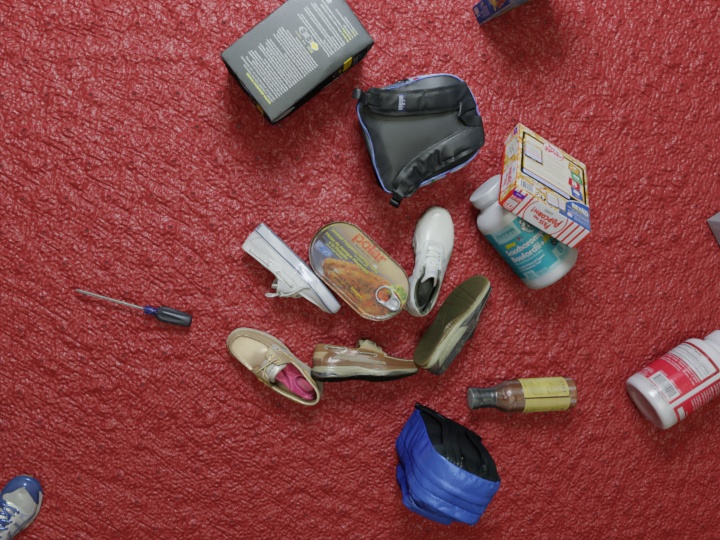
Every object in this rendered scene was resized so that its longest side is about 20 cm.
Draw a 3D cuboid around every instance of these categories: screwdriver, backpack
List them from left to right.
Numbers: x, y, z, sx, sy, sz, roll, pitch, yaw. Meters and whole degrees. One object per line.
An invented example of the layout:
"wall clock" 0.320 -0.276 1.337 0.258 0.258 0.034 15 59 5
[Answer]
"screwdriver" -0.391 0.061 1.115 0.200 0.029 0.028 17 97 -6
"backpack" 0.101 -0.230 1.064 0.190 0.154 0.200 -17 107 4
"backpack" 0.152 0.362 1.141 0.162 0.200 0.168 23 96 -11

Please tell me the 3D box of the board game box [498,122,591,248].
"board game box" 0.312 -0.148 1.087 0.151 0.200 0.046 29 133 -10

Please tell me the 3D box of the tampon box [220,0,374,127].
"tampon box" -0.101 -0.339 1.020 0.200 0.150 0.126 -38 101 0

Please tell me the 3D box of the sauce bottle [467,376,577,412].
"sauce bottle" 0.302 0.234 1.208 0.200 0.066 0.066 0 99 -6

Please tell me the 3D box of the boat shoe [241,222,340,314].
"boat shoe" -0.128 0.017 1.114 0.086 0.075 0.202 -44 99 1

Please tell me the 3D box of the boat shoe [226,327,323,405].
"boat shoe" -0.148 0.171 1.138 0.200 0.069 0.074 33 94 -11

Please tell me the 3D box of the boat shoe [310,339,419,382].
"boat shoe" 0.009 0.159 1.154 0.200 0.076 0.074 3 71 -19

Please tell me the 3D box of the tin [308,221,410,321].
"tin" 0.000 0.000 1.119 0.200 0.042 0.112 44 100 6

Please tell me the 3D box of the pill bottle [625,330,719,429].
"pill bottle" 0.619 0.202 1.218 0.200 0.112 0.112 -33 102 -1

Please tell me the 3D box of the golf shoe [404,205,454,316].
"golf shoe" 0.128 -0.012 1.130 0.078 0.097 0.200 10 97 -7

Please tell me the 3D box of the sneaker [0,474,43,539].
"sneaker" -0.627 0.453 1.115 0.075 0.088 0.200 32 93 -9

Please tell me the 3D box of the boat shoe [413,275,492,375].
"boat shoe" 0.176 0.101 1.172 0.066 0.072 0.201 41 82 -32

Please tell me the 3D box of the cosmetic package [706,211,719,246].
"cosmetic package" 0.767 -0.109 1.190 0.200 0.107 0.090 -31 102 -3

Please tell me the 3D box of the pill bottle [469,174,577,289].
"pill bottle" 0.281 -0.071 1.132 0.111 0.111 0.200 -43 101 1

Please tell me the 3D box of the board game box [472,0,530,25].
"board game box" 0.272 -0.455 1.023 0.135 0.200 0.034 -26 101 -2
